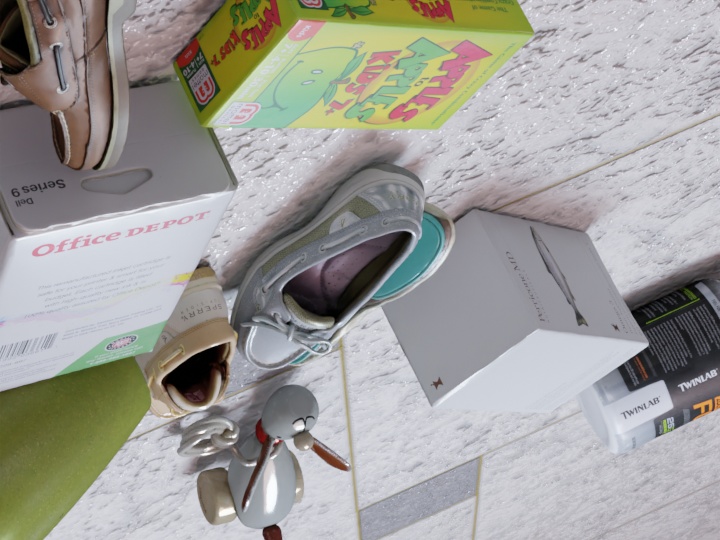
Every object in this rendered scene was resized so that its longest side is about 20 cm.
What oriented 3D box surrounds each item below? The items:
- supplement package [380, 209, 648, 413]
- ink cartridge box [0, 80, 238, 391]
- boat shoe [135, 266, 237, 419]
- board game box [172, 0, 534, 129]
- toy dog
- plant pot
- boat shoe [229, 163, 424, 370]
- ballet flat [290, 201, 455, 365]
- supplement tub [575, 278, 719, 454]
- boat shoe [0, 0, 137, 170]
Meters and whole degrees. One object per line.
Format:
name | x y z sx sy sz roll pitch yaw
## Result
supplement package | 0.124 0.037 1.606 0.117 0.117 0.200 -37 157 25
ink cartridge box | -0.176 -0.016 1.182 0.145 0.088 0.200 -14 157 -30
boat shoe | -0.131 0.073 1.460 0.074 0.069 0.200 -19 157 -18
board game box | -0.001 -0.132 1.170 0.200 0.048 0.102 -3 149 -45
toy dog | -0.076 0.185 1.721 0.132 0.096 0.200 -24 159 -7
plant pot | -0.244 0.106 1.295 0.200 0.187 0.187 -34 162 -19
boat shoe | -0.025 0.008 1.406 0.074 0.065 0.202 30 124 -27
ballet flat | 0.000 0.000 1.480 0.200 0.067 0.062 -37 -175 33
supplement tub | 0.309 0.086 1.918 0.200 0.123 0.123 -24 159 -4
boat shoe | -0.156 -0.121 1.003 0.068 0.072 0.200 -14 146 -18
